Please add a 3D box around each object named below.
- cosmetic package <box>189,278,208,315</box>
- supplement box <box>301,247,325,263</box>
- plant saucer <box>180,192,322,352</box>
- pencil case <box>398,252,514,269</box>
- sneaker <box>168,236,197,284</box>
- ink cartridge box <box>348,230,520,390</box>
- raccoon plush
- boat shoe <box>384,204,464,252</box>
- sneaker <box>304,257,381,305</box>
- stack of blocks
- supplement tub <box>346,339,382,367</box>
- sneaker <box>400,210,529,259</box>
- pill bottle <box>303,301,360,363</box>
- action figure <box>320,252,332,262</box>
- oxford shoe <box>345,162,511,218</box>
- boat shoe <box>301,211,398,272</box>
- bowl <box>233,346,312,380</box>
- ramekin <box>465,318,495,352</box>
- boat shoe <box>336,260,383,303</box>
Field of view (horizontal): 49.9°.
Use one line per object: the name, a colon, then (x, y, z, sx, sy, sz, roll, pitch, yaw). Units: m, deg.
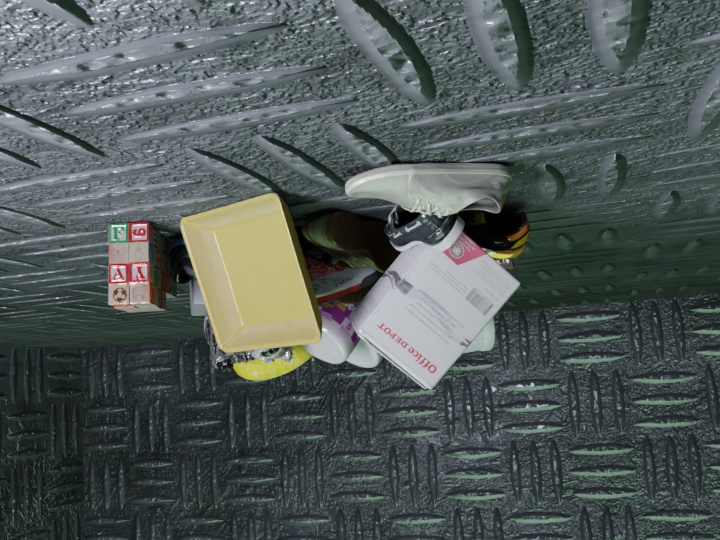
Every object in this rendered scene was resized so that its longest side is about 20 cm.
cosmetic package: (-0.252, 0.018, 1.343, 0.089, 0.108, 0.200, -1, 170, -11)
supplement box: (-0.125, 0.013, 1.270, 0.110, 0.086, 0.200, 35, 168, -2)
plant saucer: (-0.140, 0.004, 1.055, 0.198, 0.202, 0.048, -10, -169, 38)
pencil case: (0.153, -0.020, 1.257, 0.198, 0.084, 0.086, -15, -174, 17)
sneaker: (-0.217, -0.019, 1.174, 0.198, 0.084, 0.070, -13, 168, 39)
ink cartridge box: (0.101, 0.044, 1.093, 0.145, 0.200, 0.085, 39, -178, -18)
raccoon plush: (-0.191, 0.099, 1.331, 0.132, 0.098, 0.200, -2, -159, -18)
boat shoe: (0.073, -0.070, 1.044, 0.060, 0.076, 0.200, 40, 167, -17)
sneaker: (-0.077, 0.000, 1.129, 0.199, 0.109, 0.067, -20, 178, 6)
stack of blocks: (-0.328, 0.004, 1.178, 0.058, 0.117, 0.200, -3, 172, -3)
supplement tub: (0.028, 0.076, 1.494, 0.122, 0.201, 0.123, 24, 148, 16)
sneaker: (0.153, -0.063, 1.150, 0.197, 0.071, 0.090, -1, 152, 0)
pill bottle: (-0.023, 0.055, 1.364, 0.111, 0.201, 0.113, 24, 147, 17)
action figure: (-0.096, 0.004, 1.466, 0.129, 0.070, 0.199, 0, 171, 30)
oxford shoe: (0.081, -0.091, 0.904, 0.197, 0.059, 0.075, -1, 174, -6)
boat shoe: (-0.008, -0.044, 1.172, 0.062, 0.074, 0.199, 0, 164, 34)
bowl: (-0.168, 0.093, 1.424, 0.198, 0.108, 0.201, -19, -150, 11)
ramekin: (0.168, 0.061, 1.426, 0.097, 0.203, 0.201, -15, 173, -7)
boat shoe: (0.001, -0.003, 1.288, 0.063, 0.074, 0.200, 21, -147, 32)
